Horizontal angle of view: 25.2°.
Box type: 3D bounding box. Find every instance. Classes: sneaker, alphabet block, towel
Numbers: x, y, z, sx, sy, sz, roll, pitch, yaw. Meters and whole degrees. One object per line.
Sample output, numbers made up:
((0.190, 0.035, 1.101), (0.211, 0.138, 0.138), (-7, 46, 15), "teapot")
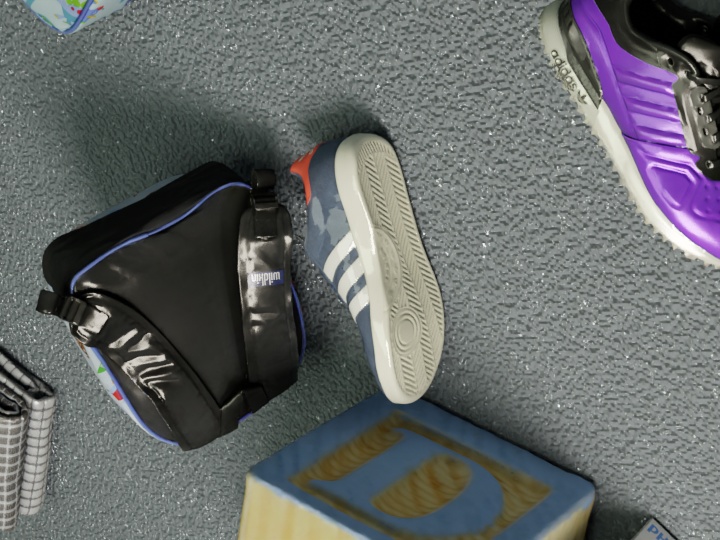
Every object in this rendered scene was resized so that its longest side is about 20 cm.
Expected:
((0.194, -0.096, 0.949), (0.200, 0.070, 0.099), (54, 134, 0), "sneaker")
((0.030, 0.235, 1.185), (0.196, 0.195, 0.201), (25, 120, 29), "alphabet block")
((-0.400, 0.147, 1.603), (0.200, 0.085, 0.166), (31, 131, 23), "towel")
((0.000, 0.000, 1.177), (0.084, 0.075, 0.201), (-3, 103, 40), "sneaker")

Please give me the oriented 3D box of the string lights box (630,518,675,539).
((0.151, 0.267, 1.114), (0.059, 0.200, 0.103), (43, 136, 12), "string lights box")

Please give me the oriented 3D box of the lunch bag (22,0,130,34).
((-0.225, -0.290, 1.184), (0.200, 0.082, 0.161), (51, 138, 4), "lunch bag")

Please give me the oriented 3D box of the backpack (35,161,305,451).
((-0.138, 0.031, 1.238), (0.154, 0.199, 0.191), (38, 153, 62), "backpack")
